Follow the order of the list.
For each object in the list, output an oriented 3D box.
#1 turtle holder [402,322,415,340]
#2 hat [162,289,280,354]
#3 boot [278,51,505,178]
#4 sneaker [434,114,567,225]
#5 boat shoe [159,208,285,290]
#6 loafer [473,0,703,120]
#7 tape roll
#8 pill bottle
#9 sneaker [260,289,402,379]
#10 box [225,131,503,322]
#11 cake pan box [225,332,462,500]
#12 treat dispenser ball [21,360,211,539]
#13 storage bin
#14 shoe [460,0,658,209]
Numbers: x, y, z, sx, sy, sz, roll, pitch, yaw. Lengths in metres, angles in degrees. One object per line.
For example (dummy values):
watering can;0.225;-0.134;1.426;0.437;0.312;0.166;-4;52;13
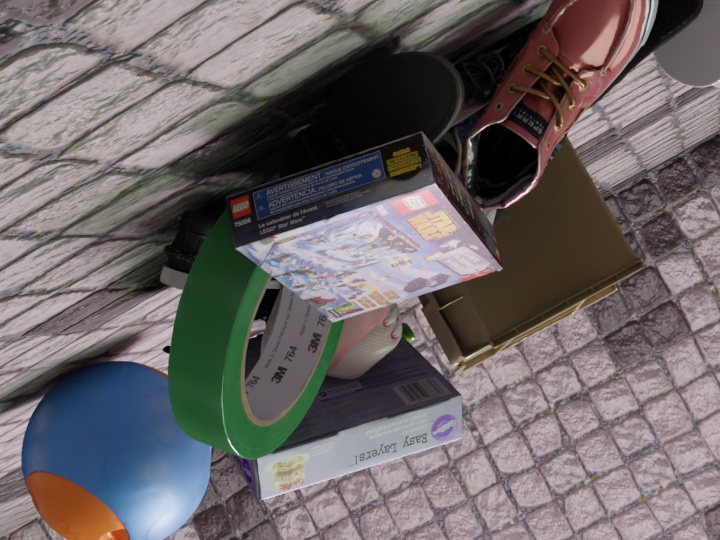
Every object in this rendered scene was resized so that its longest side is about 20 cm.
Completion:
turtle holder;-0.039;0.030;1.671;0.131;0.186;0.141;-28;142;-10
hat;-0.093;0.014;1.405;0.199;0.081;0.201;-18;178;-1
boot;0.045;-0.119;1.086;0.174;0.069;0.200;-31;-179;-40
sneaker;0.101;-0.103;1.220;0.076;0.077;0.200;15;-115;47
boat shoe;-0.093;-0.020;1.206;0.200;0.075;0.061;-29;135;-78
loafer;0.174;-0.161;1.195;0.199;0.073;0.071;-30;175;-6
tape roll;-0.071;0.037;1.148;0.201;0.048;0.201;-49;149;-45
pill bottle;0.332;-0.215;1.298;0.199;0.113;0.113;-24;173;-42
sneaker;0.000;0.000;1.282;0.075;0.104;0.201;-110;-138;-70
box;0.009;-0.024;1.052;0.136;0.040;0.200;-17;160;12
cake pan box;-0.032;0.106;1.337;0.199;0.053;0.184;-15;-149;-21
treat dispenser ball;-0.257;0.196;1.641;0.200;0.202;0.201;-28;174;-3
storage bin;0.120;-0.036;1.412;0.198;0.201;0.094;-26;173;-18
shoe;0.134;-0.126;1.061;0.200;0.071;0.091;-57;-178;46
